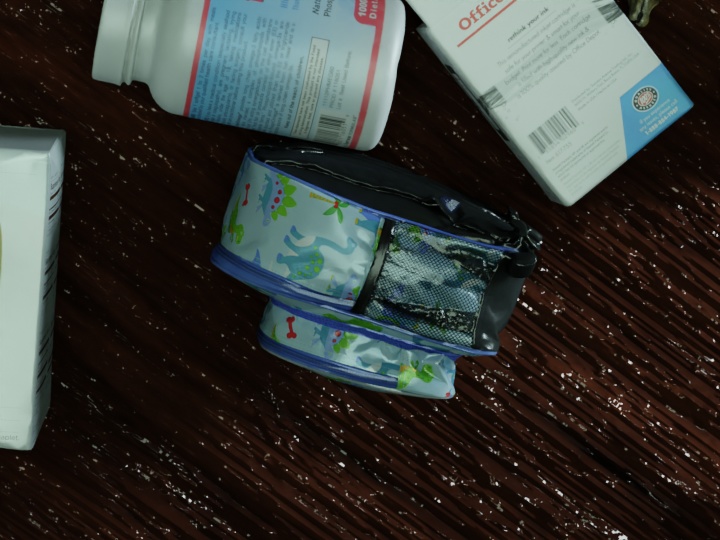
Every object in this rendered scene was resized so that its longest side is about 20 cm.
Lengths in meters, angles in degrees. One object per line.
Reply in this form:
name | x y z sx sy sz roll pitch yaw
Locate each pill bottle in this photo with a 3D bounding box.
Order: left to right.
pill bottle | -0.076 -0.151 1.497 0.200 0.109 0.109 11 97 -6

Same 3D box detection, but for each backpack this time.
backpack | 0.000 0.000 1.486 0.200 0.183 0.147 20 95 -4

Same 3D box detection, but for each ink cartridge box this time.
ink cartridge box | 0.121 -0.158 1.530 0.116 0.068 0.200 -39 99 0

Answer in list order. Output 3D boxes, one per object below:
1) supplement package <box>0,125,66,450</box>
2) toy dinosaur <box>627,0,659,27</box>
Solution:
supplement package | -0.302 0.002 1.482 0.191 0.147 0.200 4 98 -5
toy dinosaur | 0.194 -0.275 1.534 0.101 0.058 0.200 13 99 -25
